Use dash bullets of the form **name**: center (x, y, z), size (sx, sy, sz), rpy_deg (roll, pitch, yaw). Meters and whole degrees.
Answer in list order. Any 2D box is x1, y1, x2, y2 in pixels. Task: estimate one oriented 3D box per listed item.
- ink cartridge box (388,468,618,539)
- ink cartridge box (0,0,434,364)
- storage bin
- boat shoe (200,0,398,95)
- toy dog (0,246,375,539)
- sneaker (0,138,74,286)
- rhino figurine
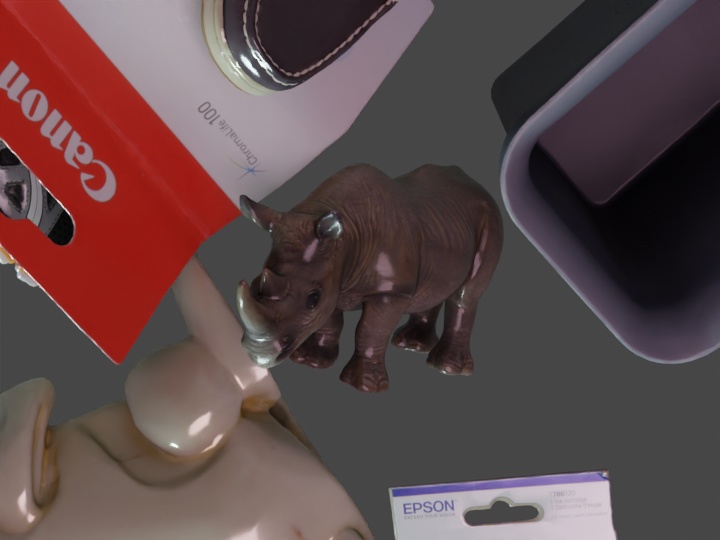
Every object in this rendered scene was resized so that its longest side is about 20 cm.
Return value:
- **ink cartridge box**: center (0.071, 0.182, 0.976), size (0.099, 0.039, 0.201), rpy_deg (-4, 102, 7)
- **ink cartridge box**: center (-0.076, -0.089, 0.842), size (0.160, 0.047, 0.200), rpy_deg (50, 59, -29)
- **storage bin**: center (0.152, -0.075, 0.901), size (0.200, 0.134, 0.146), rpy_deg (-41, 110, 7)
- **boat shoe**: center (0.015, -0.148, 0.846), size (0.200, 0.065, 0.072), rpy_deg (-51, 123, -24)
- **toy dog**: center (-0.101, 0.125, 0.896), size (0.200, 0.194, 0.140), rpy_deg (-32, 148, -4)
- **sneaker**: center (-0.148, -0.068, 0.885), size (0.077, 0.078, 0.200), rpy_deg (-39, 117, -3)
- **rhino figurine**: center (0.000, 0.000, 0.889), size (0.060, 0.200, 0.088), rpy_deg (16, 100, 27)
